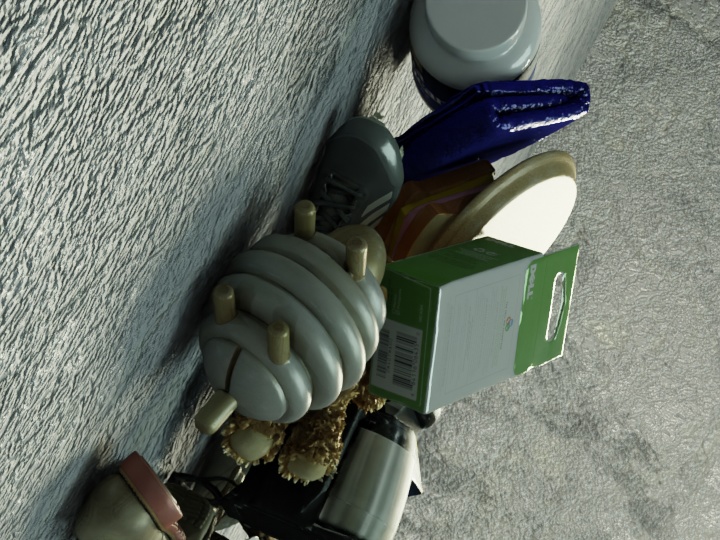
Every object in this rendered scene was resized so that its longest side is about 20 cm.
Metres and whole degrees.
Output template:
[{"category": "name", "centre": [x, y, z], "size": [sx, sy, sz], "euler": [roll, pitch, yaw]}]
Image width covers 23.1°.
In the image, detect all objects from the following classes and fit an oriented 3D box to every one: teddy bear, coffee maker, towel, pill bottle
[{"category": "teddy bear", "centre": [-0.037, 0.069, 1.378], "size": [0.067, 0.144, 0.202], "euler": [-142, -122, -76]}, {"category": "coffee maker", "centre": [-0.029, 0.125, 1.469], "size": [0.201, 0.191, 0.135], "euler": [-67, -167, -19]}, {"category": "towel", "centre": [0.082, -0.111, 1.483], "size": [0.147, 0.050, 0.199], "euler": [-16, 173, -46]}, {"category": "pill bottle", "centre": [0.096, -0.196, 1.480], "size": [0.112, 0.110, 0.200], "euler": [-61, 173, -7]}]

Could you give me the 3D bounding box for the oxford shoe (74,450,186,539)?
[{"category": "oxford shoe", "centre": [-0.169, 0.180, 1.235], "size": [0.075, 0.071, 0.200], "euler": [-36, 164, -14]}]

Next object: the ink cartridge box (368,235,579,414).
[{"category": "ink cartridge box", "centre": [0.092, 0.035, 1.400], "size": [0.199, 0.059, 0.105], "euler": [-16, 118, -50]}]

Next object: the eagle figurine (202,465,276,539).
[{"category": "eagle figurine", "centre": [-0.063, 0.270, 1.571], "size": [0.151, 0.200, 0.152], "euler": [-51, -174, -28]}]

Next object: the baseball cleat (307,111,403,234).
[{"category": "baseball cleat", "centre": [-0.020, -0.035, 1.416], "size": [0.107, 0.069, 0.201], "euler": [-58, 171, -36]}]

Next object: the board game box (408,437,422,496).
[{"category": "board game box", "centre": [0.016, 0.106, 1.725], "size": [0.136, 0.034, 0.201], "euler": [56, 24, -57]}]

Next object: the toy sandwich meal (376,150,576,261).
[{"category": "toy sandwich meal", "centre": [0.098, -0.039, 1.501], "size": [0.205, 0.070, 0.206], "euler": [-36, 156, -19]}]

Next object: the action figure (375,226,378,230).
[{"category": "action figure", "centre": [0.052, -0.041, 1.573], "size": [0.199, 0.065, 0.052], "euler": [-9, 95, -48]}]

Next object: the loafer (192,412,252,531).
[{"category": "loafer", "centre": [-0.096, 0.157, 1.605], "size": [0.200, 0.070, 0.070], "euler": [-49, -140, 22]}]

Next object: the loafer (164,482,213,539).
[{"category": "loafer", "centre": [-0.166, 0.238, 1.360], "size": [0.200, 0.075, 0.069], "euler": [-50, 160, -64]}]

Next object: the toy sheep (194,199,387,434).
[{"category": "toy sheep", "centre": [-0.052, 0.039, 1.249], "size": [0.200, 0.138, 0.138], "euler": [-43, 165, -26]}]
